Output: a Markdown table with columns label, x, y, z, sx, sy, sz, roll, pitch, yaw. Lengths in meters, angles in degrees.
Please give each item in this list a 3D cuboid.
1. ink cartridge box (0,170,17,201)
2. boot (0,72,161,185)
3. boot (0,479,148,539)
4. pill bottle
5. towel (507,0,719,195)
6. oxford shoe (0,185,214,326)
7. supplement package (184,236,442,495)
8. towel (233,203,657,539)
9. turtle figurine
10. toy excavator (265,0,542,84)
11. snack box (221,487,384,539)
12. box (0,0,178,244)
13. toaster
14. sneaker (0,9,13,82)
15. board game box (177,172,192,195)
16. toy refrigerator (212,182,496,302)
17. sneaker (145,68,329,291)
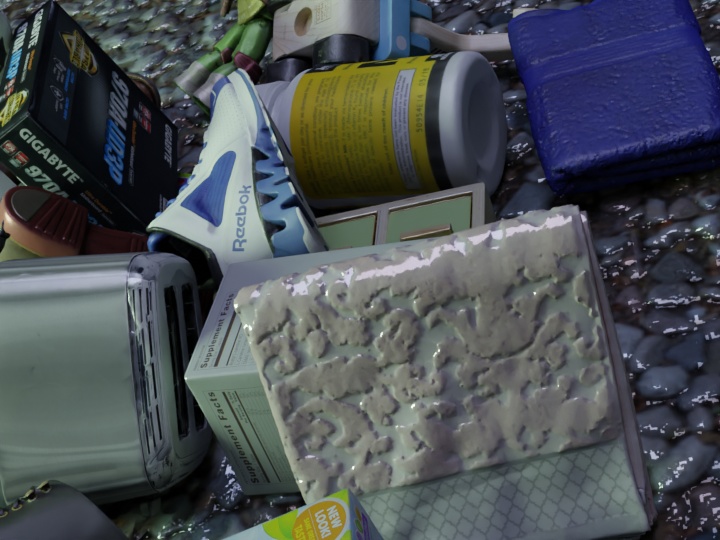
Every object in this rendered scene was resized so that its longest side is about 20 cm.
| label | x | y | z | sx | sy | sz | roll | pitch | yaw |
| --- | --- | --- | --- | --- | --- | --- | --- | --- | --- |
| ink cartridge box | -0.367 | 0.014 | 1.123 | 0.147 | 0.086 | 0.201 | -26 | 30 | 34 |
| boot | -0.295 | -0.104 | 1.259 | 0.185 | 0.065 | 0.200 | -18 | 17 | 29 |
| boot | -0.242 | 0.160 | 0.838 | 0.199 | 0.078 | 0.139 | 37 | 67 | 5 |
| pill bottle | 0.006 | -0.107 | 1.091 | 0.198 | 0.115 | 0.115 | -2 | 39 | 25 |
| towel | 0.199 | -0.140 | 1.068 | 0.146 | 0.050 | 0.201 | -14 | 44 | 8 |
| oxford shoe | -0.180 | 0.015 | 1.008 | 0.075 | 0.199 | 0.071 | -51 | 15 | 29 |
| supplement package | 0.010 | 0.059 | 0.869 | 0.198 | 0.114 | 0.110 | -6 | 39 | 20 |
| towel | 0.049 | 0.076 | 0.764 | 0.198 | 0.193 | 0.032 | -14 | 13 | 13 |
| turtle figurine | -0.068 | -0.209 | 1.304 | 0.144 | 0.200 | 0.194 | 41 | 88 | 26 |
| toy excavator | 0.042 | -0.199 | 1.186 | 0.194 | 0.199 | 0.101 | -14 | 72 | 47 |
| snack box | -0.075 | 0.224 | 0.716 | 0.198 | 0.068 | 0.169 | -23 | 34 | 12 |
| box | -0.210 | -0.104 | 1.081 | 0.046 | 0.159 | 0.201 | -34 | 31 | 16 |
| toaster | -0.174 | 0.063 | 0.909 | 0.128 | 0.202 | 0.114 | -6 | 0 | 11 |
| sneaker | -0.352 | -0.121 | 1.109 | 0.199 | 0.079 | 0.130 | -40 | 25 | 29 |
| board game box | -0.194 | -0.002 | 1.120 | 0.133 | 0.045 | 0.200 | 8 | 45 | 36 |
| toy refrigerator | 0.000 | 0.000 | 0.992 | 0.198 | 0.070 | 0.076 | -11 | 36 | 15 |
| sneaker | -0.101 | -0.054 | 0.982 | 0.114 | 0.081 | 0.200 | -25 | 45 | 3 |
